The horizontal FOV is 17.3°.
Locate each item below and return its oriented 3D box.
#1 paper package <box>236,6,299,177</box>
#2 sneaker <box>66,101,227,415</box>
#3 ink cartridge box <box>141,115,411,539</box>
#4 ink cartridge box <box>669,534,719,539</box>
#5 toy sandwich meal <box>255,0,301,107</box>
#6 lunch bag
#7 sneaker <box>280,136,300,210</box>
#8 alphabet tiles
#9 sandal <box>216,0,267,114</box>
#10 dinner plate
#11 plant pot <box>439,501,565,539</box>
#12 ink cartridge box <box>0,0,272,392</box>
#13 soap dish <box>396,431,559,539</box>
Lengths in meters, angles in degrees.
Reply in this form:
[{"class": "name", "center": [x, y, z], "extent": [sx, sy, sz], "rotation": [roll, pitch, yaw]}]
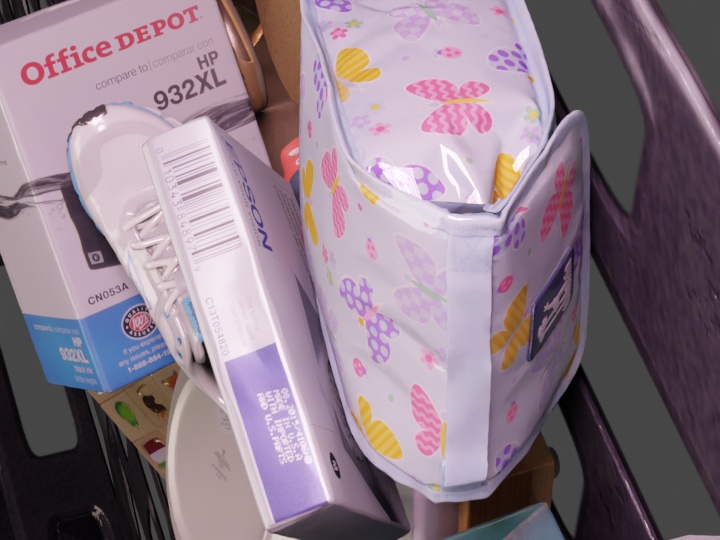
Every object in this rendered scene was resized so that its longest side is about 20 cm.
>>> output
[{"class": "paper package", "center": [-0.059, -0.061, 1.507], "extent": [0.191, 0.103, 0.200], "rotation": [-122, 22, -56]}, {"class": "sneaker", "center": [-0.087, 0.002, 1.240], "extent": [0.200, 0.075, 0.087], "rotation": [57, -174, -17]}, {"class": "ink cartridge box", "center": [-0.032, 0.040, 1.165], "extent": [0.200, 0.041, 0.200], "rotation": [38, -148, -73]}, {"class": "ink cartridge box", "center": [0.146, 0.213, 1.000], "extent": [0.176, 0.045, 0.200], "rotation": [154, 104, -77]}, {"class": "toy sandwich meal", "center": [-0.007, -0.162, 1.266], "extent": [0.205, 0.070, 0.206], "rotation": [169, 90, -75]}, {"class": "lunch bag", "center": [0.040, -0.016, 1.065], "extent": [0.200, 0.127, 0.170], "rotation": [-101, 7, -52]}, {"class": "sneaker", "center": [0.000, 0.000, 1.317], "extent": [0.085, 0.075, 0.200], "rotation": [56, 166, 40]}, {"class": "alphabet tiles", "center": [-0.082, 0.092, 1.495], "extent": [0.167, 0.008, 0.200], "rotation": [50, 139, -9]}, {"class": "sandal", "center": [-0.072, -0.177, 1.388], "extent": [0.080, 0.054, 0.200], "rotation": [75, -179, -47]}, {"class": "dinner plate", "center": [-0.075, 0.118, 1.396], "extent": [0.200, 0.024, 0.201], "rotation": [-2, 87, 57]}, {"class": "plant pot", "center": [0.058, 0.243, 1.118], "extent": [0.141, 0.141, 0.200], "rotation": [-29, 95, 47]}, {"class": "ink cartridge box", "center": [-0.131, -0.052, 1.320], "extent": [0.084, 0.145, 0.200], "rotation": [5, 116, 60]}, {"class": "soap dish", "center": [0.044, 0.117, 1.271], "extent": [0.200, 0.081, 0.157], "rotation": [91, 161, -46]}]
